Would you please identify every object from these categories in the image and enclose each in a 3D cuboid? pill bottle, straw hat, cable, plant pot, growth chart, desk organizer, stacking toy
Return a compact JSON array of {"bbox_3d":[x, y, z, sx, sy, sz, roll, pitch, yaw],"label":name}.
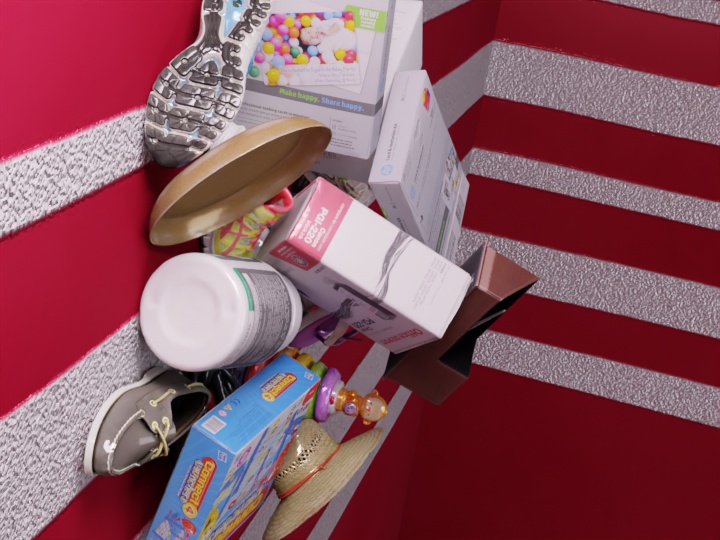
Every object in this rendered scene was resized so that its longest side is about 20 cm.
[{"bbox_3d":[-0.133,0.042,1.313,0.200,0.112,0.114,6,97,-73],"label":"pill bottle"},{"bbox_3d":[-0.072,0.229,1.567,0.201,0.085,0.201,-41,-174,5],"label":"straw hat"},{"bbox_3d":[-0.176,0.151,1.463,0.201,0.050,0.164,89,12,-52],"label":"cable"},{"bbox_3d":[-0.117,-0.088,1.221,0.199,0.028,0.200,-32,171,-6],"label":"plant pot"},{"bbox_3d":[-0.033,-0.121,1.590,0.018,0.145,0.200,-43,-167,18],"label":"growth chart"},{"bbox_3d":[0.112,0.065,1.460,0.200,0.077,0.072,-49,-163,43],"label":"desk organizer"},{"bbox_3d":[-0.062,0.151,1.618,0.110,0.198,0.117,-3,108,-79],"label":"stacking toy"}]

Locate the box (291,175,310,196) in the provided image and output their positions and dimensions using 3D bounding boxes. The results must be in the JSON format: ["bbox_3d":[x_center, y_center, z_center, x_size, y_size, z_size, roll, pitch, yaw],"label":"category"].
[{"bbox_3d":[-0.045,-0.110,1.805,0.161,0.043,0.201,92,15,-46],"label":"box"}]

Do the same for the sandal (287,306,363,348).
[{"bbox_3d":[-0.009,0.059,1.543,0.082,0.202,0.050,9,56,-57],"label":"sandal"}]

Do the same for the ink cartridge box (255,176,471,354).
[{"bbox_3d":[0.000,0.000,1.403,0.085,0.199,0.146,-63,-168,-18],"label":"ink cartridge box"}]

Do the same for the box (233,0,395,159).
[{"bbox_3d":[-0.049,-0.225,1.311,0.041,0.154,0.202,-59,160,-60],"label":"box"}]

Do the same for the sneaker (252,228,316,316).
[{"bbox_3d":[-0.094,0.008,1.538,0.200,0.098,0.079,84,18,-63],"label":"sneaker"}]

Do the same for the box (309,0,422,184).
[{"bbox_3d":[-0.024,-0.219,1.495,0.107,0.151,0.201,86,21,-55],"label":"box"}]

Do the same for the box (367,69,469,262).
[{"bbox_3d":[0.069,-0.097,1.453,0.201,0.041,0.157,63,34,-51],"label":"box"}]

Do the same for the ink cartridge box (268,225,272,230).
[{"bbox_3d":[-0.030,-0.003,1.585,0.199,0.198,0.044,82,31,-65],"label":"ink cartridge box"}]

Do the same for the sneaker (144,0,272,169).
[{"bbox_3d":[-0.134,-0.173,1.192,0.090,0.078,0.201,108,6,-66],"label":"sneaker"}]

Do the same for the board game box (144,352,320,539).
[{"bbox_3d":[-0.141,0.214,1.408,0.200,0.056,0.197,-38,156,-58],"label":"board game box"}]

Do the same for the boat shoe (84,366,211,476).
[{"bbox_3d":[-0.204,0.147,1.251,0.202,0.060,0.073,-46,149,-70],"label":"boat shoe"}]

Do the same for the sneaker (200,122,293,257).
[{"bbox_3d":[-0.116,-0.063,1.370,0.201,0.089,0.079,97,10,-48],"label":"sneaker"}]
